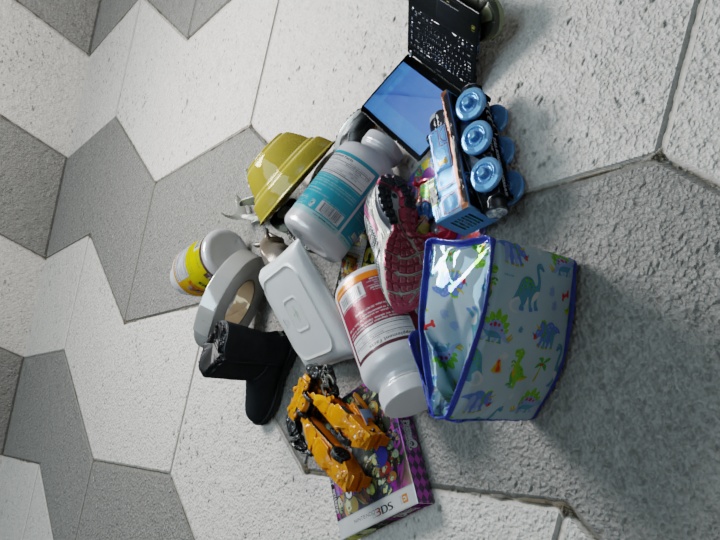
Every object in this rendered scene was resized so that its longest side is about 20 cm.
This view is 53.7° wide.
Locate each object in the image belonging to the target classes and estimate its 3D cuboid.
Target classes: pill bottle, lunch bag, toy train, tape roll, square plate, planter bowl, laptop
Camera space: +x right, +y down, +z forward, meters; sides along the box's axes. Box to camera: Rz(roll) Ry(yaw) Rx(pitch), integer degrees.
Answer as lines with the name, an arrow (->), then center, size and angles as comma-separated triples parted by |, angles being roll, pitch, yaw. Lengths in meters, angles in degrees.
pill bottle -> 0.042, 0.099, 1.005 | 0.113, 0.112, 0.201 | -48, 47, 34
lunch bag -> 0.153, 0.072, 0.820 | 0.127, 0.169, 0.203 | -2, 81, 52
toy train -> 0.143, -0.150, 0.948 | 0.114, 0.086, 0.202 | -25, 62, 35
tape roll -> -0.239, 0.059, 1.324 | 0.037, 0.203, 0.205 | 25, 104, 13
square plate -> -0.093, 0.067, 1.148 | 0.201, 0.028, 0.198 | 61, 150, 1
pill bottle -> -0.330, -0.009, 1.517 | 0.199, 0.108, 0.111 | -23, 63, 48
pill bottle -> -0.019, -0.120, 1.100 | 0.201, 0.111, 0.110 | -52, 37, -10
planter bowl -> -0.139, -0.179, 1.243 | 0.201, 0.083, 0.200 | -47, 7, 7
laptop -> 0.081, -0.301, 1.045 | 0.177, 0.102, 0.201 | 49, 153, 40

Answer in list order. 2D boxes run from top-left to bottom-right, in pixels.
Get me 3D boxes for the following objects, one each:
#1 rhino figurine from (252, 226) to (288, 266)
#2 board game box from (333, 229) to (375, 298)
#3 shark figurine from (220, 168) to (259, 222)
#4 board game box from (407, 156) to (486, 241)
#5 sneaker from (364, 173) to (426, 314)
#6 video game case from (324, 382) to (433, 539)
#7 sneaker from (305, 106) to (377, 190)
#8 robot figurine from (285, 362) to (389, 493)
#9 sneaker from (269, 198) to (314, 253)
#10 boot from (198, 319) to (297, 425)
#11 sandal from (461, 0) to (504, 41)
rhino figurine -> -0.140, -0.017, 1.290 | 0.060, 0.087, 0.201 | -58, 42, 24
board game box -> 0.000, 0.000, 1.153 | 0.104, 0.023, 0.202 | 17, 94, 56
shark figurine -> -0.191, -0.143, 1.420 | 0.090, 0.127, 0.214 | -65, 13, -24
board game box -> 0.101, -0.083, 1.032 | 0.159, 0.039, 0.201 | -58, 42, 25
sneaker -> 0.049, -0.032, 1.000 | 0.075, 0.080, 0.202 | 135, 136, -53
video game case -> 0.015, 0.274, 1.057 | 0.181, 0.036, 0.202 | -39, 52, 38
sneaker -> -0.009, -0.173, 1.192 | 0.090, 0.070, 0.201 | 43, 113, 24
robot figurine -> -0.044, 0.231, 1.067 | 0.200, 0.058, 0.146 | 39, 110, 48
sneaker -> -0.083, -0.066, 1.234 | 0.077, 0.088, 0.200 | -49, 31, 0
boot -> -0.215, 0.184, 1.270 | 0.076, 0.167, 0.202 | 44, 116, 48
sandal -> 0.150, -0.373, 1.032 | 0.201, 0.057, 0.080 | 40, 148, 50
